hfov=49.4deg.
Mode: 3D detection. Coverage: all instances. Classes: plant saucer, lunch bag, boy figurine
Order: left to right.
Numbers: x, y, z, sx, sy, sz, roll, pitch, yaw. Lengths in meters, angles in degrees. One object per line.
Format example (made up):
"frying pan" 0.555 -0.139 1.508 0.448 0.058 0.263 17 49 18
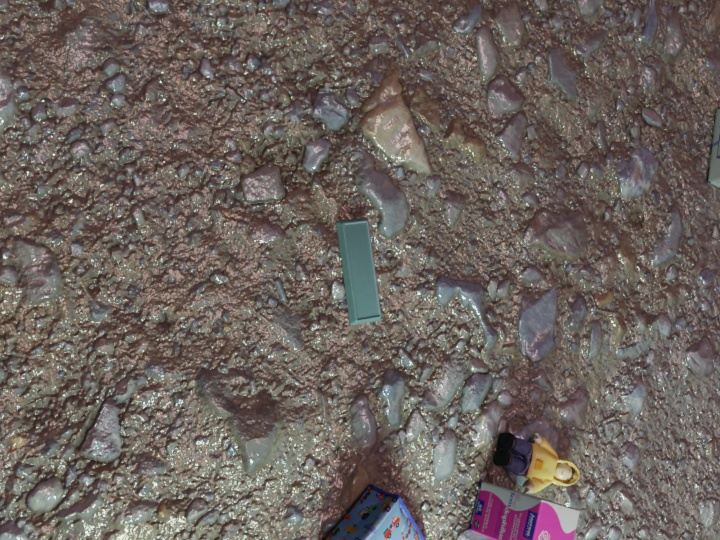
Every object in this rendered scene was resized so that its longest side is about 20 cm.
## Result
"plant saucer" 0.000 0.000 1.498 0.069 0.019 0.202 -8 89 -28
"lunch bag" 0.047 0.529 1.452 0.151 0.094 0.201 -44 115 -26
"boy figurine" 0.371 0.409 1.638 0.199 0.064 0.125 27 71 -21

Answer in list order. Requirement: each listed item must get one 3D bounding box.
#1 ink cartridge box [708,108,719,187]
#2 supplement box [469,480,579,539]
"ink cartridge box" 0.977 -0.304 1.998 0.144 0.087 0.202 17 80 -26
"supplement box" 0.316 0.486 1.525 0.103 0.200 0.102 22 76 -25
